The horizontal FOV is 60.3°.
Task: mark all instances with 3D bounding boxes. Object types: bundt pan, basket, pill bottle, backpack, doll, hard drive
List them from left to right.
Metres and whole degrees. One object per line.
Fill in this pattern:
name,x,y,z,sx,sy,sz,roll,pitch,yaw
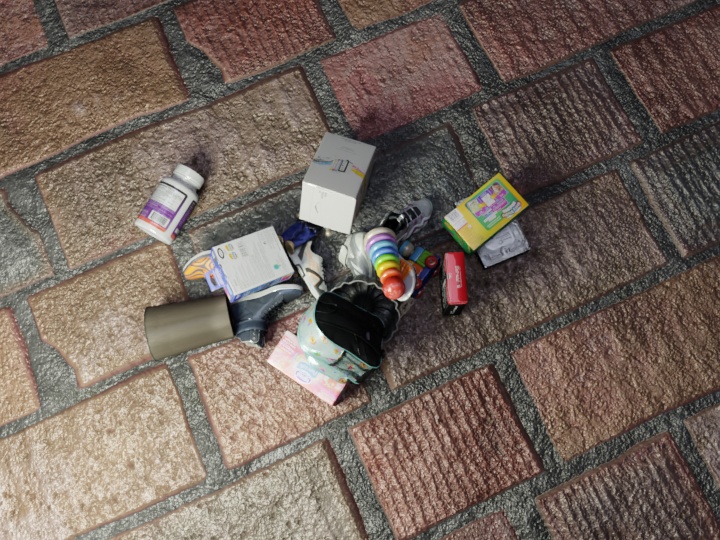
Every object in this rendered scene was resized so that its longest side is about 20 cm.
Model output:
pill bottle,-0.508,-0.181,1.671,0.111,0.111,0.201,28,78,7
basket,-0.428,0.138,1.572,0.199,0.180,0.137,-12,101,-8
doll,-0.132,-0.123,1.662,0.136,0.049,0.200,26,56,32
backpack,-0.054,0.156,1.469,0.200,0.153,0.176,38,36,-20
bundt pan,0.005,0.097,1.575,0.200,0.076,0.203,3,117,6
hard drive,0.354,-0.117,1.677,0.139,0.038,0.201,-21,78,-4

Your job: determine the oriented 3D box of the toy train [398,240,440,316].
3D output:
toy train,0.112,0.023,1.629,0.115,0.085,0.200,35,79,19

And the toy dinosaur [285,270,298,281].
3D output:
toy dinosaur,-0.266,-0.018,1.663,0.199,0.047,0.089,3,83,5

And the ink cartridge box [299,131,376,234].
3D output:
ink cartridge box,-0.059,-0.228,1.622,0.144,0.148,0.201,17,55,4

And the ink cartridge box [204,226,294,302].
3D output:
ink cartridge box,-0.287,-0.012,1.554,0.199,0.076,0.137,-22,80,-26

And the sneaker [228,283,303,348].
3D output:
sneaker,-0.235,0.121,1.602,0.201,0.077,0.147,-16,65,7

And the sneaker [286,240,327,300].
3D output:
sneaker,-0.119,0.008,1.638,0.080,0.074,0.201,-29,78,-8

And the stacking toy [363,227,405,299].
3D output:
stacking toy,0.064,-0.010,1.519,0.085,0.086,0.201,-11,49,-2

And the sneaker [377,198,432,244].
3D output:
sneaker,0.116,-0.133,1.631,0.200,0.140,0.078,-43,79,-8

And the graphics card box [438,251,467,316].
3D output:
graphics card box,0.231,0.039,1.557,0.050,0.200,0.126,-3,75,1

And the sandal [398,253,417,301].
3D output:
sandal,0.107,0.007,1.569,0.059,0.207,0.079,29,110,-31

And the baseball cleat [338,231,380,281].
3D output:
baseball cleat,0.000,0.000,1.648,0.106,0.070,0.201,-7,88,33

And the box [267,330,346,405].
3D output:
box,-0.124,0.249,1.564,0.199,0.103,0.095,33,79,8

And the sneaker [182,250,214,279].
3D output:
sneaker,-0.369,0.004,1.622,0.199,0.078,0.113,-23,65,10

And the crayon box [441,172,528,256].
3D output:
crayon box,0.328,-0.148,1.635,0.200,0.058,0.119,-38,79,-8
